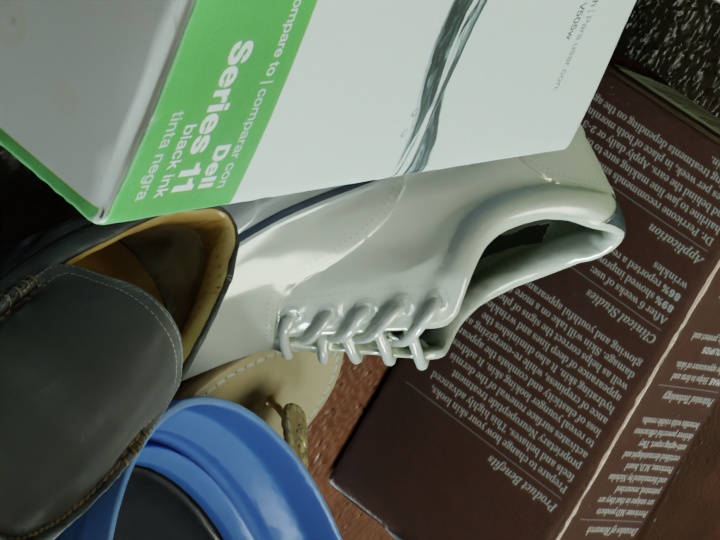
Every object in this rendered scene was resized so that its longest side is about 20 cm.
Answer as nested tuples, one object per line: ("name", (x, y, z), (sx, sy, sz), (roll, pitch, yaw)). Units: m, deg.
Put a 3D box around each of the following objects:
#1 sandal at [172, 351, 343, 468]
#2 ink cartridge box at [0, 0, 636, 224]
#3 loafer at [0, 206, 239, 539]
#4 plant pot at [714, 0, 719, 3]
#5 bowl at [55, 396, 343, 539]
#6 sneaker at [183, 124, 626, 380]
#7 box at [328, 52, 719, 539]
("sandal", (-0.061, 0.090, 1.038), (0.211, 0.070, 0.078), (-25, 140, -40))
("ink cartridge box", (-0.034, -0.092, 0.807), (0.200, 0.147, 0.083), (-11, 131, -49))
("loafer", (-0.086, 0.026, 0.851), (0.072, 0.073, 0.200), (-30, -164, 18))
("plant pot", (0.223, -0.155, 1.012), (0.182, 0.200, 0.199), (-61, -178, 28))
("bowl", (-0.047, 0.140, 0.929), (0.201, 0.039, 0.201), (-12, 90, -68))
("sneaker", (0.000, 0.000, 1.000), (0.200, 0.071, 0.073), (-27, 154, -17))
("box", (0.085, 0.027, 1.152), (0.075, 0.100, 0.200), (13, 111, -59))
